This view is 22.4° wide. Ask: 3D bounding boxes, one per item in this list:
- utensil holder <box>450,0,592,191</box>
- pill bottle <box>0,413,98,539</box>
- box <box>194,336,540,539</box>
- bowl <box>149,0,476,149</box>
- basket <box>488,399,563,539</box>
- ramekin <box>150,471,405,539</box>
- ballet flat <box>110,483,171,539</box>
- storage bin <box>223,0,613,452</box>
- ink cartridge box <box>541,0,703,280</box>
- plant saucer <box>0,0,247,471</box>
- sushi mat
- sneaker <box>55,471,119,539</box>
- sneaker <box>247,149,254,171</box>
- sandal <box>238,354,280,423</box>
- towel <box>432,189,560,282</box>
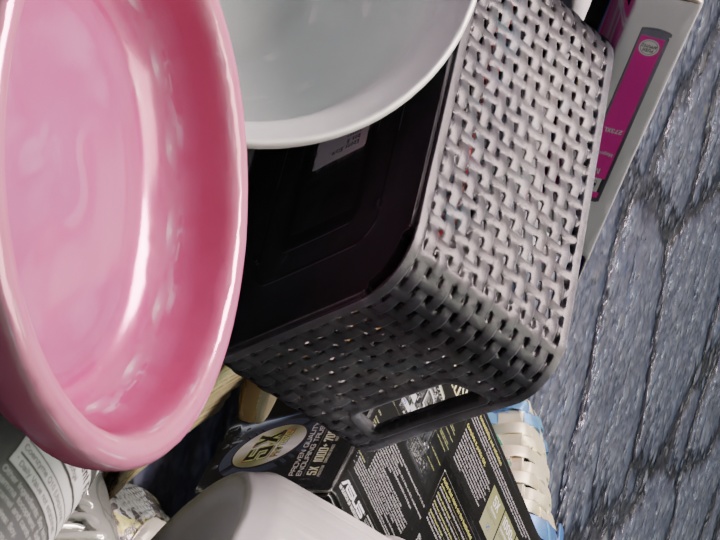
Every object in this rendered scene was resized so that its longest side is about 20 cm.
[{"bbox_3d":[0.054,-0.152,1.001,0.200,0.170,0.170,58,50,-63],"label":"utensil holder"},{"bbox_3d":[-0.165,0.073,0.677,0.116,0.116,0.200,81,31,-45],"label":"pill bottle"},{"bbox_3d":[0.011,0.137,1.015,0.200,0.086,0.164,65,36,-32],"label":"box"},{"bbox_3d":[-0.055,-0.139,0.771,0.090,0.201,0.201,147,-35,-72],"label":"bowl"},{"bbox_3d":[0.049,0.187,1.202,0.139,0.176,0.200,61,30,-65],"label":"basket"},{"bbox_3d":[-0.063,0.178,0.795,0.202,0.094,0.202,-48,-169,12],"label":"ramekin"},{"bbox_3d":[-0.101,0.158,0.950,0.072,0.072,0.200,-69,157,-15],"label":"ballet flat"},{"bbox_3d":[0.023,-0.036,0.810,0.094,0.135,0.200,34,52,-30],"label":"storage bin"},{"bbox_3d":[0.122,-0.087,0.912,0.095,0.037,0.200,-81,-175,-46],"label":"ink cartridge box"},{"bbox_3d":[-0.096,-0.033,0.618,0.200,0.051,0.201,-1,90,-72],"label":"plant saucer"},{"bbox_3d":[-0.075,0.057,0.919,0.096,0.012,0.200,-51,176,13],"label":"sushi mat"},{"bbox_3d":[-0.133,0.118,0.766,0.200,0.075,0.081,-178,-87,-73],"label":"sneaker"},{"bbox_3d":[-0.067,-0.016,0.952,0.200,0.077,0.082,-43,168,-51],"label":"sneaker"},{"bbox_3d":[0.000,0.000,0.919,0.200,0.054,0.080,-52,161,-39],"label":"sandal"},{"bbox_3d":[0.088,-0.076,1.241,0.166,0.085,0.200,-39,138,-55],"label":"towel"}]
